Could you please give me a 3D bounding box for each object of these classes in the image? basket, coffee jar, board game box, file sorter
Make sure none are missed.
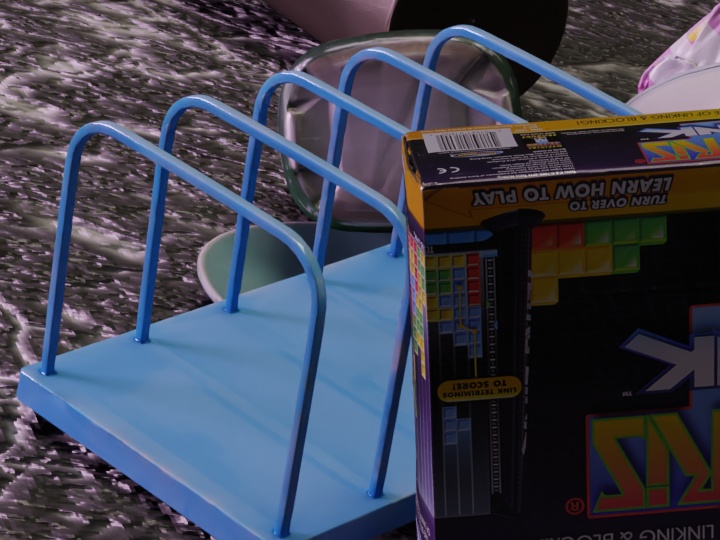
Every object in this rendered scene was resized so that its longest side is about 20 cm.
[{"bbox_3d":[0.018,-0.175,1.660,0.180,0.136,0.200,9,22,-32],"label":"basket"},{"bbox_3d":[0.020,-0.064,1.332,0.104,0.086,0.200,-4,4,3],"label":"coffee jar"},{"bbox_3d":[0.116,0.032,0.984,0.199,0.166,0.057,-5,22,-4],"label":"board game box"},{"bbox_3d":[0.000,0.000,1.081,0.139,0.123,0.200,30,34,35],"label":"file sorter"}]

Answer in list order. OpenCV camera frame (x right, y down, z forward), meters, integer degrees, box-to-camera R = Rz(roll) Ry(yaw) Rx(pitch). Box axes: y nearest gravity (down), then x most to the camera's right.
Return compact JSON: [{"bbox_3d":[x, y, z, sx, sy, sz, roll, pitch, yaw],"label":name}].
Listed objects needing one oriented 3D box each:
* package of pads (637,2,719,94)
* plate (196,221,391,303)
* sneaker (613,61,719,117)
[{"bbox_3d":[0.220,-0.043,1.339,0.200,0.076,0.121,18,31,-52],"label":"package of pads"},{"bbox_3d":[0.027,0.028,1.232,0.199,0.026,0.200,14,18,-5],"label":"plate"},{"bbox_3d":[0.181,-0.054,1.194,0.199,0.073,0.071,-1,-5,31],"label":"sneaker"}]
